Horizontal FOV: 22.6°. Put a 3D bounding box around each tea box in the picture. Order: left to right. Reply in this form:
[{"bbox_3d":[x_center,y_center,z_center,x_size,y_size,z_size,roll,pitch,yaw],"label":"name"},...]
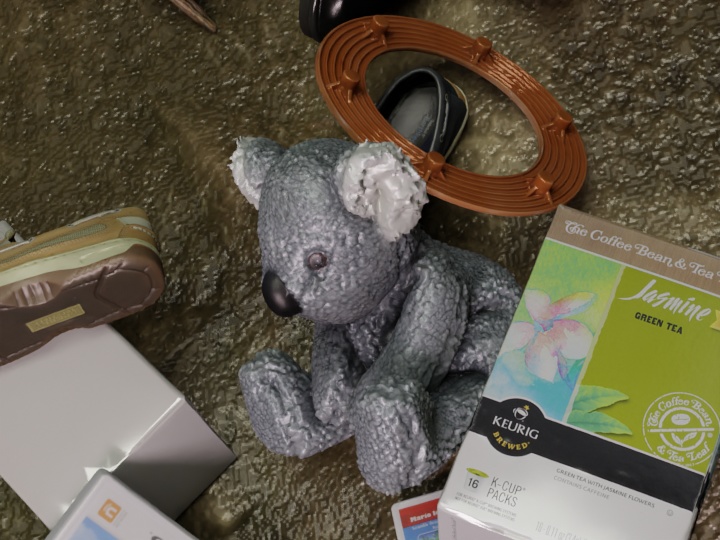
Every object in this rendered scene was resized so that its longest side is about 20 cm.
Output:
[{"bbox_3d":[0.138,0.104,1.044,0.133,0.200,0.197,18,67,12],"label":"tea box"}]

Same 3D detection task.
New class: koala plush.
[{"bbox_3d":[0.000,0.000,1.127,0.184,0.201,0.177,-40,26,-26],"label":"koala plush"}]

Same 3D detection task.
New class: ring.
[{"bbox_3d":[0.064,-0.111,1.203,0.201,0.200,0.019,53,132,27],"label":"ring"}]

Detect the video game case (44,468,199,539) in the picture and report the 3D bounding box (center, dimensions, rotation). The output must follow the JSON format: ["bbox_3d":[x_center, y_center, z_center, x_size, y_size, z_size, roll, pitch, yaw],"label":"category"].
[{"bbox_3d":[-0.151,0.256,1.119,0.182,0.022,0.200,40,80,-18],"label":"video game case"}]

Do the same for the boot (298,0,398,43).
[{"bbox_3d":[0.068,-0.225,1.293,0.158,0.079,0.211,33,80,26],"label":"boot"}]

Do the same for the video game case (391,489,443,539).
[{"bbox_3d":[0.107,0.223,1.125,0.142,0.017,0.201,-17,64,9],"label":"video game case"}]

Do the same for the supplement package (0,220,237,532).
[{"bbox_3d":[-0.203,0.088,1.216,0.121,0.120,0.200,-44,63,-8],"label":"supplement package"}]

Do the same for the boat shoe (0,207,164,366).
[{"bbox_3d":[-0.224,0.010,1.160,0.199,0.072,0.076,-15,48,-1],"label":"boat shoe"}]

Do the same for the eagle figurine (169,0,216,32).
[{"bbox_3d":[-0.127,-0.312,1.365,0.151,0.152,0.200,29,83,46],"label":"eagle figurine"}]

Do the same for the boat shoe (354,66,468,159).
[{"bbox_3d":[0.012,-0.055,1.248,0.074,0.062,0.201,23,77,22],"label":"boat shoe"}]
